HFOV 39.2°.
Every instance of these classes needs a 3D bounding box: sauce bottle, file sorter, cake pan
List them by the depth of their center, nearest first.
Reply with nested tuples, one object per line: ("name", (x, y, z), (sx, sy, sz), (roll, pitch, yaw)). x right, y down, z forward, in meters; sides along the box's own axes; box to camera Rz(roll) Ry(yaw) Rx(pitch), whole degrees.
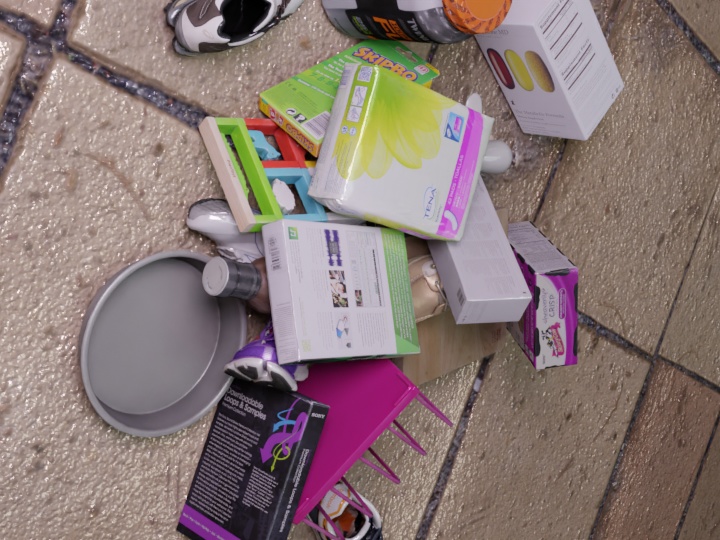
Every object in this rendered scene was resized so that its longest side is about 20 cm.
("cake pan", (-0.210, 0.074, 1.062), (0.200, 0.037, 0.201), (-14, 111, -40))
("sauce bottle", (-0.079, 0.019, 1.076), (0.200, 0.065, 0.065), (11, 94, -50))
("file sorter", (-0.012, 0.197, 1.183), (0.200, 0.139, 0.125), (-47, 134, -1))

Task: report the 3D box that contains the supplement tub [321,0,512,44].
("supplement tub", (0.060, -0.309, 1.093), (0.122, 0.200, 0.123), (-14, 112, -40))

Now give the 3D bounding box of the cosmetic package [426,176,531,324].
("cosmetic package", (0.128, -0.029, 1.197), (0.082, 0.200, 0.051), (-3, 140, -17))

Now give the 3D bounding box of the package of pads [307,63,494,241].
("package of pads", (0.046, -0.121, 1.096), (0.200, 0.068, 0.155), (16, 91, -41))

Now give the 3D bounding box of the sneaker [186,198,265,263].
("sneaker", (-0.111, -0.020, 1.108), (0.200, 0.074, 0.087), (24, 91, -44))

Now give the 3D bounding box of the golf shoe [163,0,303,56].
("golf shoe", (-0.099, -0.272, 1.028), (0.200, 0.094, 0.078), (-42, 126, -29))

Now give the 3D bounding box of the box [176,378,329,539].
("box", (-0.120, 0.221, 1.117), (0.036, 0.143, 0.201), (18, 90, -47))

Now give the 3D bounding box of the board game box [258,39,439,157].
("board game box", (-0.009, -0.203, 1.134), (0.200, 0.096, 0.030), (-35, 155, -30))

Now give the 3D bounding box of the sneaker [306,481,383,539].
("sneaker", (-0.011, 0.343, 1.306), (0.078, 0.079, 0.200), (-50, 132, -22))

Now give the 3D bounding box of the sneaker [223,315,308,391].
("sneaker", (-0.095, 0.081, 1.103), (0.200, 0.080, 0.084), (-28, 131, -86))

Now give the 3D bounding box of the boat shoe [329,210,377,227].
("boat shoe", (0.000, 0.000, 1.222), (0.060, 0.072, 0.202), (-24, 125, -40))

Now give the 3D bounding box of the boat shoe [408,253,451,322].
("boat shoe", (0.100, 0.016, 1.224), (0.200, 0.065, 0.072), (-30, 121, -34))

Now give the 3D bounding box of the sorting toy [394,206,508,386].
("sorting toy", (0.102, 0.027, 1.325), (0.198, 0.069, 0.201), (-17, 114, -39))

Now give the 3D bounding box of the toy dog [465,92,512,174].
("toy dog", (0.089, -0.172, 1.241), (0.200, 0.132, 0.097), (24, 47, -49))

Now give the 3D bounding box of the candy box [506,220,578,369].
("candy box", (0.232, 0.028, 1.360), (0.061, 0.200, 0.137), (-6, 110, -6))

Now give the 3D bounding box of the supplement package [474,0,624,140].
("supplement package", (0.249, -0.286, 1.342), (0.110, 0.114, 0.200), (-53, 130, -20))

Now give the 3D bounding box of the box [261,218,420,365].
("box", (-0.016, 0.024, 1.075), (0.200, 0.036, 0.145), (2, 77, -48))

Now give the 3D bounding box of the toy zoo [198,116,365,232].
("toy zoo", (-0.069, -0.106, 1.099), (0.200, 0.020, 0.132), (-7, 66, -44))
